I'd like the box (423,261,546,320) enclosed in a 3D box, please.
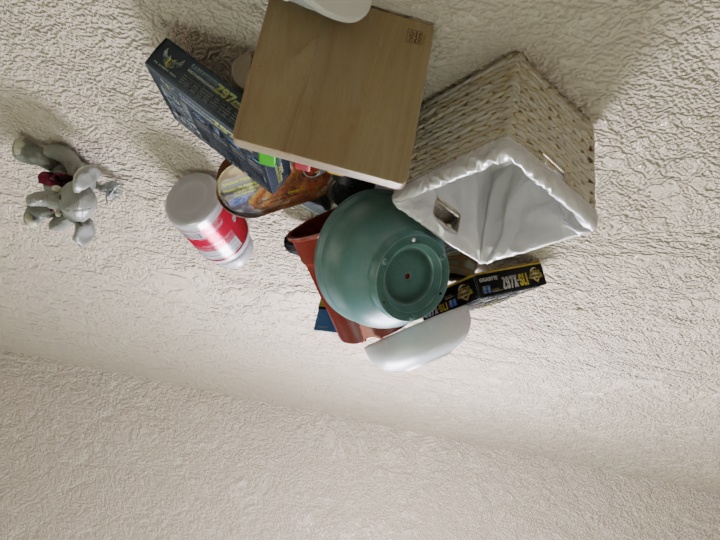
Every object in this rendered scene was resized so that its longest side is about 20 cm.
[{"bbox_3d":[0.230,0.039,1.212,0.196,0.051,0.158,-9,169,-37],"label":"box"}]

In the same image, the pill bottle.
[{"bbox_3d":[-0.279,-0.086,1.230,0.109,0.115,0.201,4,155,17],"label":"pill bottle"}]

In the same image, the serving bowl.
[{"bbox_3d":[0.107,0.127,1.112,0.195,0.067,0.200,-22,172,-3],"label":"serving bowl"}]

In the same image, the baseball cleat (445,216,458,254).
[{"bbox_3d":[0.177,-0.048,1.141,0.104,0.072,0.199,22,154,-21],"label":"baseball cleat"}]

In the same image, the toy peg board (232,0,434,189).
[{"bbox_3d":[-0.031,-0.200,0.760,0.193,0.206,0.098,13,164,-5],"label":"toy peg board"}]

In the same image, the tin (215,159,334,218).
[{"bbox_3d":[-0.133,-0.151,1.013,0.194,0.043,0.113,-17,139,3],"label":"tin"}]

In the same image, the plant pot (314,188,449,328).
[{"bbox_3d":[0.046,-0.004,0.918,0.197,0.205,0.134,25,-177,-28],"label":"plant pot"}]

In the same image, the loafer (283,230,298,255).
[{"bbox_3d":[-0.067,-0.076,1.212,0.195,0.070,0.071,-9,142,29],"label":"loafer"}]

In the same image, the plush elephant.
[{"bbox_3d":[-0.539,-0.137,1.174,0.194,0.170,0.155,3,-159,-18],"label":"plush elephant"}]

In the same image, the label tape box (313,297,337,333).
[{"bbox_3d":[0.005,0.040,1.228,0.139,0.205,0.066,4,153,20],"label":"label tape box"}]

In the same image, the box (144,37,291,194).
[{"bbox_3d":[-0.188,-0.205,0.882,0.198,0.051,0.158,37,169,7],"label":"box"}]

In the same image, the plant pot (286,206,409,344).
[{"bbox_3d":[0.000,0.000,1.071,0.197,0.200,0.200,-8,108,39],"label":"plant pot"}]

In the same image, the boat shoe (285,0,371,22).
[{"bbox_3d":[-0.081,-0.322,0.683,0.195,0.074,0.068,15,178,-23],"label":"boat shoe"}]

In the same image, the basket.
[{"bbox_3d":[0.179,-0.136,0.835,0.195,0.165,0.197,28,152,-32],"label":"basket"}]

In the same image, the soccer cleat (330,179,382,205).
[{"bbox_3d":[0.040,-0.163,0.983,0.196,0.074,0.069,-24,118,28],"label":"soccer cleat"}]

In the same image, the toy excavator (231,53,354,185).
[{"bbox_3d":[-0.053,-0.221,0.859,0.191,0.203,0.100,-26,163,-18],"label":"toy excavator"}]

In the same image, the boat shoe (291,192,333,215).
[{"bbox_3d":[-0.125,-0.138,1.103,0.071,0.063,0.199,-8,148,40],"label":"boat shoe"}]

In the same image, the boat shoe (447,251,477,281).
[{"bbox_3d":[0.140,0.003,1.264,0.071,0.078,0.197,31,150,-36],"label":"boat shoe"}]
